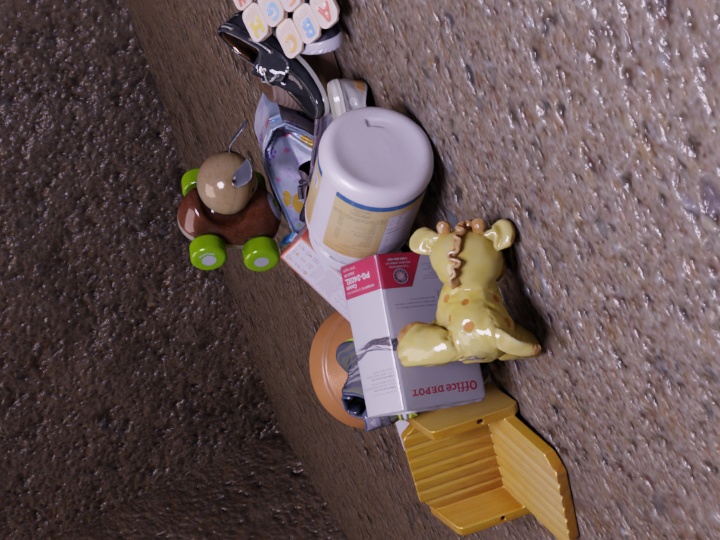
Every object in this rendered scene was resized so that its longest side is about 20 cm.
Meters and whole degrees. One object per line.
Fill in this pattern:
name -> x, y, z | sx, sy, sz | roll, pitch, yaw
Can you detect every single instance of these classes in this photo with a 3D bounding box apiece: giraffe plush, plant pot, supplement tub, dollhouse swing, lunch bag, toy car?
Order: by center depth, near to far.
giraffe plush -> 0.123, 0.025, 1.378 | 0.200, 0.172, 0.163 | 87, 179, -84
supplement tub -> 0.006, -0.098, 1.532 | 0.145, 0.144, 0.200 | 60, 157, 22
dollhouse swing -> 0.174, 0.292, 1.622 | 0.176, 0.181, 0.200 | -114, 7, -56
toy car -> -0.181, -0.123, 1.762 | 0.200, 0.157, 0.165 | 114, 151, -48
plant pot -> -0.110, -0.315, 1.785 | 0.201, 0.093, 0.201 | 59, 165, 27
plant pot -> 0.039, 0.142, 1.842 | 0.140, 0.200, 0.200 | -19, 96, 61
lunch bag -> -0.095, -0.178, 1.871 | 0.170, 0.127, 0.200 | -113, -2, -63

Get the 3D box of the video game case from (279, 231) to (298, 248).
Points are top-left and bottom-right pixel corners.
video game case -> -0.028, -0.001, 1.838 | 0.200, 0.018, 0.143 | 29, 173, -8

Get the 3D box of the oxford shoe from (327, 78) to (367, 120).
oxford shoe -> -0.001, -0.179, 1.661 | 0.075, 0.058, 0.200 | -117, 14, -54

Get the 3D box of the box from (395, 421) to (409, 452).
box -> 0.109, 0.176, 1.723 | 0.097, 0.124, 0.200 | 41, 153, 60

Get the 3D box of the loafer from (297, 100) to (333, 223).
loafer -> -0.064, -0.160, 1.750 | 0.072, 0.063, 0.200 | -100, 27, -59

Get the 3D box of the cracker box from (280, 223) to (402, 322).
cracker box -> 0.000, 0.000, 1.674 | 0.200, 0.134, 0.058 | 44, 129, -8

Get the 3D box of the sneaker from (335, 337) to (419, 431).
sneaker -> 0.003, 0.156, 1.653 | 0.200, 0.081, 0.074 | 40, 151, 59

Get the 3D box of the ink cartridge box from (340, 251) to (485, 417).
ink cartridge box -> 0.068, 0.081, 1.519 | 0.083, 0.145, 0.201 | -19, 78, 50

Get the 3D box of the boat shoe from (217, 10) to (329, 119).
boat shoe -> -0.120, -0.282, 1.674 | 0.200, 0.068, 0.072 | 49, 156, 10

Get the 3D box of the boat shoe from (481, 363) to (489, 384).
boat shoe -> 0.120, 0.065, 1.619 | 0.201, 0.072, 0.066 | 61, 156, 19

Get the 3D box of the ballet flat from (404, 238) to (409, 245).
ballet flat -> 0.000, -0.112, 1.760 | 0.200, 0.070, 0.067 | 63, 171, 16

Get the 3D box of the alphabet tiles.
alphabet tiles -> -0.103, -0.389, 1.569 | 0.200, 0.015, 0.196 | -30, 83, 46

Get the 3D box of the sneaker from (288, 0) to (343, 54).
sneaker -> -0.088, -0.378, 1.617 | 0.200, 0.075, 0.114 | 54, 163, 44
